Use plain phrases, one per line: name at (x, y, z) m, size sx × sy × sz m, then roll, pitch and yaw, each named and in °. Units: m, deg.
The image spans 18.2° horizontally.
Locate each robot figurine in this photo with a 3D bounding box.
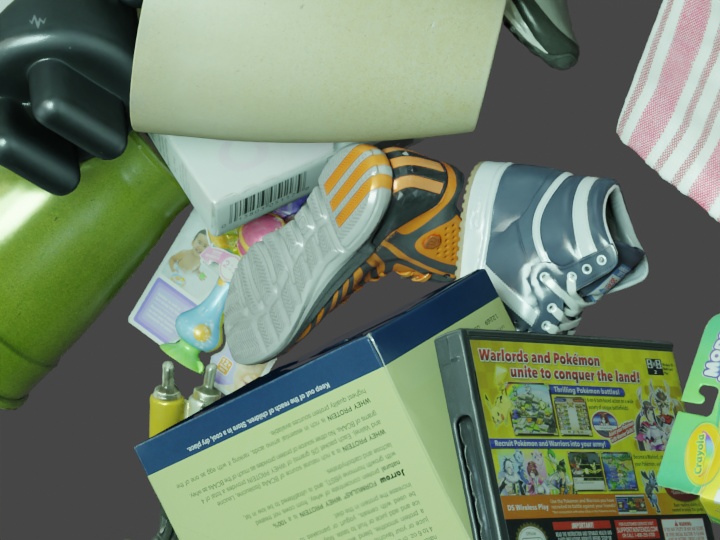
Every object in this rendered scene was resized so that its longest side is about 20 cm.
robot figurine at (-0.198, -0.146, 1.383) m, size 0.149 × 0.125 × 0.201 m, roll -9°, pitch 53°, yaw -6°

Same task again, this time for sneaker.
sneaker at (0.106, -0.221, 1.405) m, size 0.079 × 0.074 × 0.202 m, roll -20°, pitch 73°, yaw 20°
sneaker at (0.113, 0.035, 1.361) m, size 0.108 × 0.070 × 0.202 m, roll 3°, pitch 86°, yaw 25°
sneaker at (0.000, 0.000, 1.417) m, size 0.200 × 0.111 × 0.078 m, roll -44°, pitch 51°, yaw 40°

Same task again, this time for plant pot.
plant pot at (-0.218, -0.046, 1.506) m, size 0.193 × 0.200 × 0.201 m, roll -38°, pitch 65°, yaw 7°
plant pot at (-0.017, -0.152, 1.333) m, size 0.198 × 0.187 × 0.189 m, roll 13°, pitch 88°, yaw 1°

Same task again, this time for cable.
cable at (-0.115, 0.161, 1.495) m, size 0.096 × 0.050 × 0.201 m, roll 19°, pitch 110°, yaw -4°

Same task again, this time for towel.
towel at (0.232, -0.079, 1.290) m, size 0.200 × 0.030 × 0.147 m, roll 44°, pitch 137°, yaw 29°

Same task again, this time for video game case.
video game case at (0.129, 0.126, 1.263) m, size 0.025 × 0.199 × 0.182 m, roll -23°, pitch 71°, yaw 40°

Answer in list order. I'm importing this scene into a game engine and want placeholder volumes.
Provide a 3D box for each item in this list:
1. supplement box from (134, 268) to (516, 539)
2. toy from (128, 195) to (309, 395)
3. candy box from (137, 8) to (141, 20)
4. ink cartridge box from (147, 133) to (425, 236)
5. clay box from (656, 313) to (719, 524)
supplement box at (0.014, 0.140, 1.308) m, size 0.199 × 0.134 × 0.201 m, roll -27°, pitch 90°, yaw 37°
toy at (-0.074, -0.023, 1.487) m, size 0.115 × 0.047 × 0.201 m, roll 34°, pitch 101°, yaw 25°
candy box at (-0.081, -0.219, 1.475) m, size 0.199 × 0.026 × 0.102 m, roll -32°, pitch 50°, yaw -6°
ink cartridge box at (-0.073, -0.135, 1.456) m, size 0.162 × 0.057 × 0.201 m, roll -26°, pitch 68°, yaw -19°
clay box at (0.275, 0.099, 1.244) m, size 0.199 × 0.048 × 0.116 m, roll 13°, pitch 71°, yaw 26°
